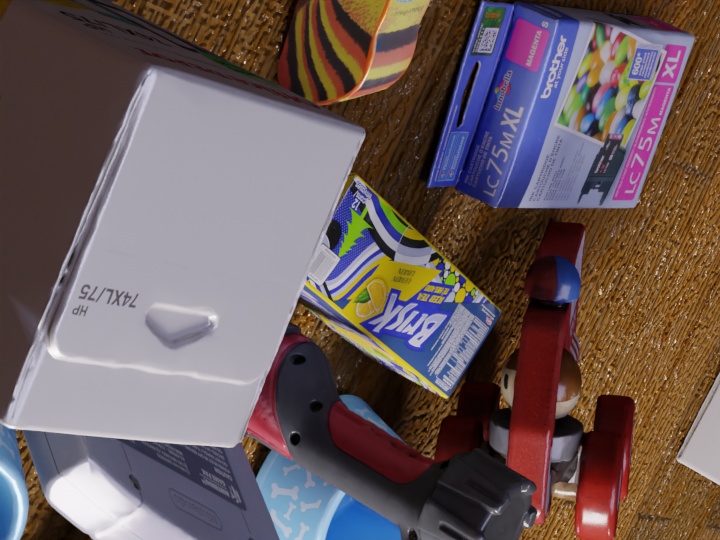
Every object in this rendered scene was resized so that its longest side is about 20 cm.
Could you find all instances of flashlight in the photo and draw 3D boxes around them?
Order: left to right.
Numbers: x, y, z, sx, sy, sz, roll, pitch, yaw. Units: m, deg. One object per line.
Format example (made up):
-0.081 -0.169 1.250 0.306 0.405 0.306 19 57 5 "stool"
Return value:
0.005 0.089 1.240 0.068 0.199 0.068 -34 137 -37 "flashlight"

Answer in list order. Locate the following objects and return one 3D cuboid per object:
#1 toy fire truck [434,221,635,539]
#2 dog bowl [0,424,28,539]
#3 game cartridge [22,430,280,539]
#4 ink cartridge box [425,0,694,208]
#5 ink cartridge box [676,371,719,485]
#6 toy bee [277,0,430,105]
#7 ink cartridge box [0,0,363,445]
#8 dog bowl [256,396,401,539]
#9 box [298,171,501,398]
0.110 0.066 1.416 0.200 0.111 0.169 -48 142 -75 "toy fire truck"
-0.227 0.088 1.014 0.199 0.050 0.112 26 107 -44 "dog bowl"
-0.108 0.089 1.154 0.041 0.134 0.200 -28 149 15 "game cartridge"
0.123 -0.098 1.414 0.199 0.042 0.120 0 113 -51 "ink cartridge box"
0.369 0.132 1.808 0.200 0.146 0.147 27 92 -56 "ink cartridge box"
0.013 -0.164 1.156 0.131 0.108 0.201 -37 139 -29 "toy bee"
-0.134 -0.038 0.950 0.146 0.199 0.147 12 104 -56 "ink cartridge box"
-0.010 0.171 1.400 0.111 0.049 0.201 -33 137 -36 "dog bowl"
0.000 0.000 1.287 0.065 0.070 0.200 -58 146 -7 "box"
